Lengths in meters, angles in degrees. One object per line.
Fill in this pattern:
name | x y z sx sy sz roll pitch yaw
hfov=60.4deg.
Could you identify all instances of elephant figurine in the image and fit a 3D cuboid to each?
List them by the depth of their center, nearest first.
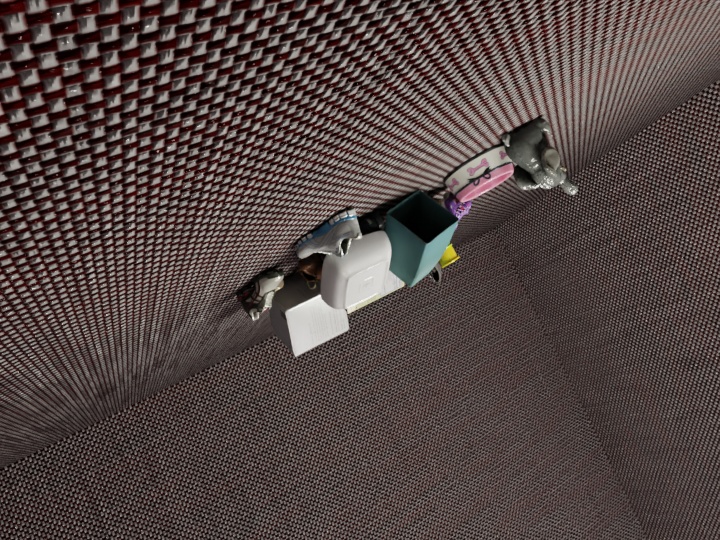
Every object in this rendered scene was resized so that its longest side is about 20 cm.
elephant figurine | 0.451 -0.264 1.547 0.152 0.204 0.142 -26 174 2

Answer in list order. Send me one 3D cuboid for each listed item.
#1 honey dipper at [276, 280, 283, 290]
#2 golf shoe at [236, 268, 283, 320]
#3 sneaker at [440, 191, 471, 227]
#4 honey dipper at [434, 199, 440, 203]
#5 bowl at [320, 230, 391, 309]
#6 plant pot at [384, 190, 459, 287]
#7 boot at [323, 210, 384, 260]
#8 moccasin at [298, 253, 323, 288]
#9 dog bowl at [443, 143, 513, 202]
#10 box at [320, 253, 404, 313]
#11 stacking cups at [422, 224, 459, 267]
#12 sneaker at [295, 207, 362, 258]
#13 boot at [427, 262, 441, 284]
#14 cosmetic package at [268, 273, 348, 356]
honey dipper | -0.292 0.066 1.814 0.037 0.039 0.198 -20 175 -45
golf shoe | -0.255 0.060 1.667 0.076 0.090 0.199 -18 168 -44
sneaker | 0.268 -0.175 1.728 0.081 0.083 0.201 -6 -152 17
honey dipper | 0.247 -0.197 1.896 0.037 0.039 0.199 -29 173 23
bowl | -0.002 0.012 1.580 0.196 0.075 0.203 -24 146 -27
plant pot | 0.144 -0.069 1.630 0.140 0.140 0.203 -35 152 -35
boot | -0.023 -0.056 1.626 0.165 0.077 0.202 -27 154 -20
moccasin | -0.133 -0.002 1.675 0.078 0.073 0.201 -49 176 -6
dog bowl | 0.326 -0.257 1.667 0.196 0.075 0.200 -27 174 -3
box | 0.000 0.000 1.785 0.196 0.176 0.099 -24 132 -20
stacking cups | 0.196 -0.109 1.696 0.060 0.203 0.061 -30 179 -1
sneaker | -0.075 -0.062 1.452 0.198 0.089 0.074 -31 174 37
boot | 0.205 -0.081 1.763 0.067 0.178 0.201 -7 139 28
cosmetic package | -0.164 0.119 1.886 0.196 0.169 0.164 -24 -148 -23
